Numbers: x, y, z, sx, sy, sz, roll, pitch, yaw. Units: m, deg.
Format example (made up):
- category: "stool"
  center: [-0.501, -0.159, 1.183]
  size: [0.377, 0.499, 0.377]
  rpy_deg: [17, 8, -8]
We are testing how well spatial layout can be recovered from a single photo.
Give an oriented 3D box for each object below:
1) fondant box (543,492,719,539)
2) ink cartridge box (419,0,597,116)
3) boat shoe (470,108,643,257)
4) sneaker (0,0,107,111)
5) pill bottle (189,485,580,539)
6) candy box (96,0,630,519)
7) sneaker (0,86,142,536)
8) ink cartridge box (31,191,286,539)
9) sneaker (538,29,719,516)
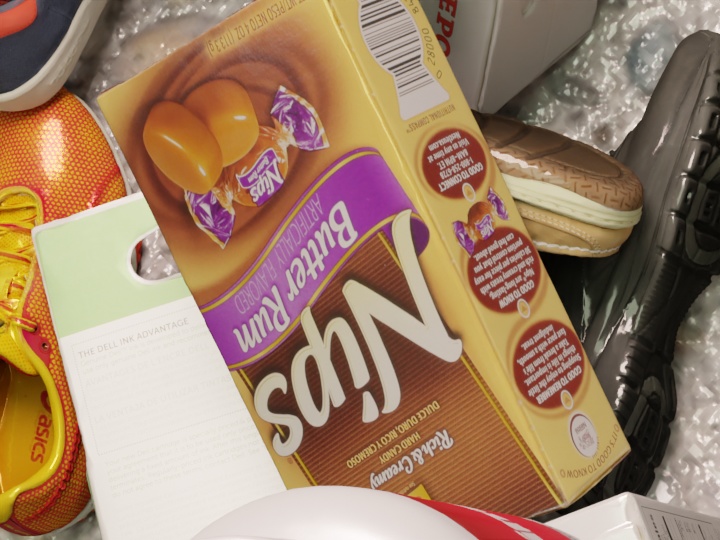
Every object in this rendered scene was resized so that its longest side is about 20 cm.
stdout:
- category: "fondant box"
  center: [0.059, 0.132, 0.678]
  size: [0.143, 0.200, 0.059]
  rpy_deg: [-24, 72, 15]
- category: "ink cartridge box"
  center: [0.005, -0.177, 0.780]
  size: [0.199, 0.147, 0.086]
  rpy_deg: [36, 55, 21]
- category: "boat shoe"
  center: [0.013, -0.029, 0.752]
  size: [0.199, 0.071, 0.077]
  rpy_deg: [19, 103, 31]
- category: "sneaker"
  center: [-0.136, -0.173, 0.856]
  size: [0.074, 0.085, 0.202]
  rpy_deg: [7, 66, 24]
- category: "pill bottle"
  center: [0.007, 0.112, 0.483]
  size: [0.111, 0.200, 0.113]
  rpy_deg: [-4, 79, 20]
- category: "candy box"
  center: [0.000, 0.000, 0.699]
  size: [0.116, 0.056, 0.201]
  rpy_deg: [-25, 94, 39]
- category: "sneaker"
  center: [-0.139, 0.011, 0.843]
  size: [0.072, 0.077, 0.202]
  rpy_deg: [-9, 75, 20]
- category: "ink cartridge box"
  center: [-0.043, 0.060, 0.800]
  size: [0.144, 0.048, 0.202]
  rpy_deg: [-17, 73, 5]
- category: "sneaker"
  center: [0.092, -0.004, 0.764]
  size: [0.090, 0.076, 0.201]
  rpy_deg: [19, 83, 32]
